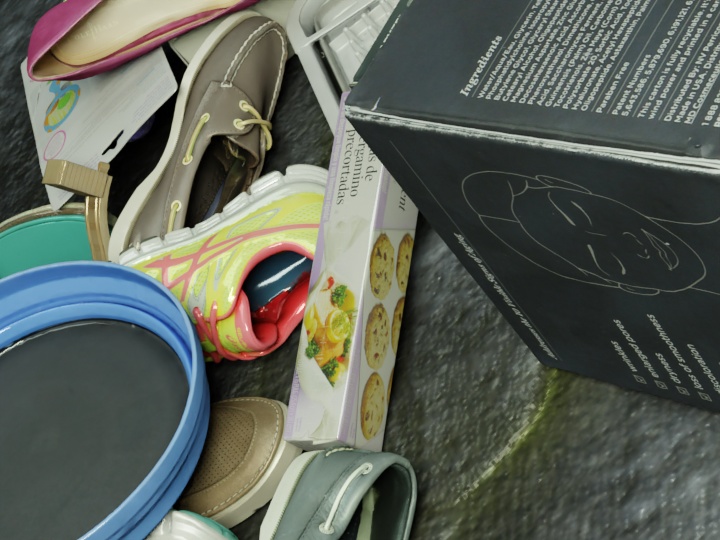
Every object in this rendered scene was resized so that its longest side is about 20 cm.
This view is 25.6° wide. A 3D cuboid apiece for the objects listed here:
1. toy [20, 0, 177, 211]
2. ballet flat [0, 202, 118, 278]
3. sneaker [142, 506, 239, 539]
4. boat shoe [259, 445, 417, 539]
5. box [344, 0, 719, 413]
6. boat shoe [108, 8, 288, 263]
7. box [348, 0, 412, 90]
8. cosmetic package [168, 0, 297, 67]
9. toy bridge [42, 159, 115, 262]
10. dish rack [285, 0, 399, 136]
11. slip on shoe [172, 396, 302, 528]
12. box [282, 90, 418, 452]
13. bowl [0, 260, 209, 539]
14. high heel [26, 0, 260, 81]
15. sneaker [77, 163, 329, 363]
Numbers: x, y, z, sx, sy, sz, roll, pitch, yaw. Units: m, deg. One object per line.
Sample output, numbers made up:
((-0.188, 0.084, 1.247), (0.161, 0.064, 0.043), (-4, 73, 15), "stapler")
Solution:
((-0.170, -0.124, 1.077), (0.115, 0.047, 0.200), (-43, 40, 14), "toy")
((-0.236, 0.000, 1.064), (0.199, 0.068, 0.062), (-25, 19, 19), "ballet flat")
((-0.156, 0.183, 0.830), (0.199, 0.078, 0.092), (-16, 51, 31), "sneaker")
((-0.022, 0.167, 0.731), (0.061, 0.073, 0.201), (-14, 43, 36), "boat shoe")
((0.135, -0.039, 0.678), (0.196, 0.200, 0.124), (12, 63, 44), "box")
((-0.088, -0.074, 0.997), (0.059, 0.072, 0.201), (11, 67, 37), "boat shoe")
((0.097, -0.122, 0.813), (0.046, 0.159, 0.201), (10, 64, 45), "box")
((-0.102, -0.214, 1.126), (0.105, 0.071, 0.200), (-40, 40, 6), "cosmetic package")
((-0.182, 0.031, 0.975), (0.027, 0.067, 0.202), (7, 82, 53), "toy bridge")
((0.049, -0.146, 0.964), (0.171, 0.044, 0.201), (-34, 41, 10), "dish rack")
((-0.124, 0.106, 0.877), (0.199, 0.061, 0.076), (-13, 49, 32), "slip on shoe")
((0.000, 0.000, 0.847), (0.038, 0.041, 0.202), (-4, 66, 35), "box")
((-0.171, 0.083, 0.832), (0.199, 0.039, 0.202), (-12, 47, 13), "bowl")
((-0.116, -0.170, 0.978), (0.198, 0.068, 0.096), (-12, 31, 20), "high heel")
((-0.086, 0.022, 0.904), (0.199, 0.078, 0.091), (-36, 40, 9), "sneaker")
